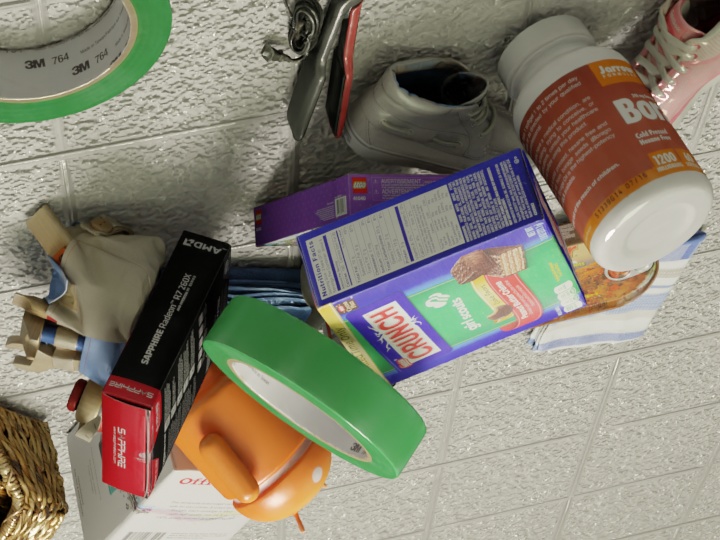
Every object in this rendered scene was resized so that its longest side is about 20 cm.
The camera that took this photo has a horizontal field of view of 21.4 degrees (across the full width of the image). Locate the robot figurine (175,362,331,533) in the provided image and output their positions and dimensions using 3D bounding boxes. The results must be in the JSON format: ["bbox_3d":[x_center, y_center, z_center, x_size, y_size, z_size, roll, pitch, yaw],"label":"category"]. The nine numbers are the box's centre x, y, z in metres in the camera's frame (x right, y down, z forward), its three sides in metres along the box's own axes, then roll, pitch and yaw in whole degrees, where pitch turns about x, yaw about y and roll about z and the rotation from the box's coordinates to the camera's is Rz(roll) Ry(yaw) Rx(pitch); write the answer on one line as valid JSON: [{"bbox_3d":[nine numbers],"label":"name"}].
[{"bbox_3d":[-0.106,0.151,1.789,0.117,0.200,0.144,-44,-169,-14],"label":"robot figurine"}]

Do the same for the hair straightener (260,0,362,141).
[{"bbox_3d":[-0.038,-0.171,1.503,0.076,0.041,0.201,-8,150,-16],"label":"hair straightener"}]

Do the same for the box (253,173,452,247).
[{"bbox_3d":[0.007,-0.051,1.653,0.135,0.040,0.200,0,174,-27],"label":"box"}]

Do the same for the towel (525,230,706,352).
[{"bbox_3d":[0.270,0.024,2.024,0.145,0.024,0.201,-6,149,-20],"label":"towel"}]

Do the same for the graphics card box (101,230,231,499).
[{"bbox_3d":[-0.167,0.079,1.644,0.050,0.201,0.126,16,138,8],"label":"graphics card box"}]

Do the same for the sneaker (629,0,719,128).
[{"bbox_3d":[0.257,-0.179,1.610,0.200,0.076,0.104,-37,151,18],"label":"sneaker"}]

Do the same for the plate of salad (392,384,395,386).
[{"bbox_3d":[0.025,0.075,1.844,0.199,0.048,0.200,-37,-169,9],"label":"plate of salad"}]

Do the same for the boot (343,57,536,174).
[{"bbox_3d":[0.089,-0.127,1.610,0.198,0.074,0.096,3,152,-30],"label":"boot"}]

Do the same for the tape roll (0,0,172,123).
[{"bbox_3d":[-0.236,-0.184,1.370,0.198,0.049,0.201,-13,151,-7],"label":"tape roll"}]

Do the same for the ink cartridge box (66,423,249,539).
[{"bbox_3d":[-0.184,0.187,1.936,0.146,0.147,0.200,6,144,-35],"label":"ink cartridge box"}]

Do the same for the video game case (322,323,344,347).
[{"bbox_3d":[0.052,0.018,1.767,0.199,0.144,0.017,-28,135,16],"label":"video game case"}]

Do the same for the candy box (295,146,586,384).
[{"bbox_3d":[0.069,0.002,1.570,0.198,0.078,0.169,-21,149,9],"label":"candy box"}]

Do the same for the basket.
[{"bbox_3d":[-0.412,0.232,1.897,0.199,0.144,0.149,-28,150,20],"label":"basket"}]

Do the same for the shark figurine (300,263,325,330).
[{"bbox_3d":[0.008,0.008,1.693,0.213,0.128,0.090,2,124,35],"label":"shark figurine"}]

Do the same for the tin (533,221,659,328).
[{"bbox_3d":[0.197,0.002,1.903,0.198,0.042,0.112,-13,142,3],"label":"tin"}]

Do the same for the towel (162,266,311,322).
[{"bbox_3d":[-0.144,0.042,1.809,0.198,0.049,0.112,-1,148,-27],"label":"towel"}]

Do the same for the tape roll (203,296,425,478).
[{"bbox_3d":[-0.039,0.099,1.612,0.048,0.199,0.201,-54,153,-13],"label":"tape roll"}]

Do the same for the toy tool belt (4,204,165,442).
[{"bbox_3d":[-0.253,0.041,1.674,0.122,0.125,0.201,22,123,-1],"label":"toy tool belt"}]

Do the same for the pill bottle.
[{"bbox_3d":[0.194,-0.109,1.557,0.111,0.201,0.113,-22,151,-13],"label":"pill bottle"}]
